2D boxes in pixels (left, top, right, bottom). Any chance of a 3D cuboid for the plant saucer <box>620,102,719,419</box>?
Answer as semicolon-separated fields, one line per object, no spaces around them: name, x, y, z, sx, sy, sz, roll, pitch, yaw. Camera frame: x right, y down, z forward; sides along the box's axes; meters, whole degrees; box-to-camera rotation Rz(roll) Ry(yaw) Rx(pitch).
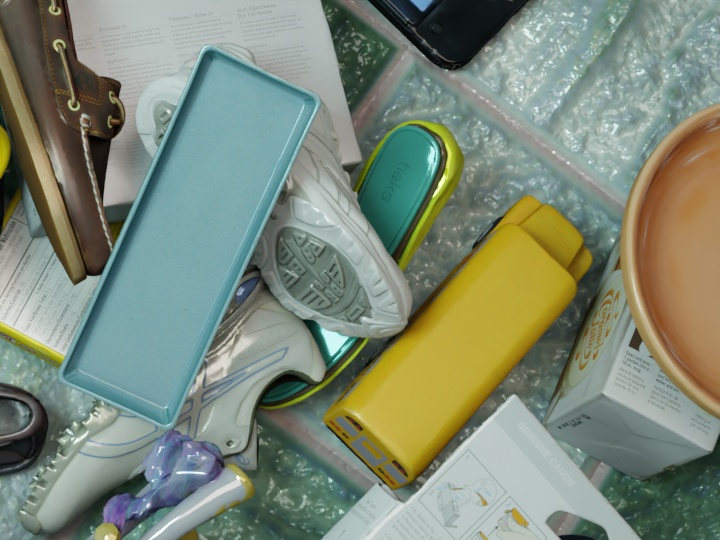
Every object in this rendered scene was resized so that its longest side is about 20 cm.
plant saucer;0.238;0.000;1.141;0.199;0.037;0.202;5;76;-19

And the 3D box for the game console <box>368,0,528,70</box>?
game console;0.055;-0.263;1.238;0.200;0.116;0.176;44;69;0

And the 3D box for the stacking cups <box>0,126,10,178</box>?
stacking cups;-0.273;-0.117;1.098;0.060;0.061;0.200;-33;59;-20

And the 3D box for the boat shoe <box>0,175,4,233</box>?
boat shoe;-0.293;-0.028;1.083;0.199;0.075;0.093;-6;37;-16

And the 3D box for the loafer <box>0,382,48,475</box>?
loafer;-0.272;0.079;1.085;0.198;0.063;0.072;3;75;-15

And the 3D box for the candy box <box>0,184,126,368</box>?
candy box;-0.152;-0.038;1.169;0.102;0.026;0.201;28;70;-4

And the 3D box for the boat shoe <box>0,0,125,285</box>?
boat shoe;-0.165;-0.094;1.075;0.070;0.070;0.201;-18;82;-15

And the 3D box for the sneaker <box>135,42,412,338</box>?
sneaker;-0.031;-0.052;1.105;0.200;0.078;0.100;50;43;-15

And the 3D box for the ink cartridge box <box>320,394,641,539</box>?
ink cartridge box;0.073;0.189;1.077;0.174;0.044;0.200;-44;110;-8

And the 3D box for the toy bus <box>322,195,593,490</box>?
toy bus;0.065;0.038;1.180;0.065;0.078;0.200;43;69;-1

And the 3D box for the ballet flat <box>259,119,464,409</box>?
ballet flat;0.000;0.000;1.172;0.067;0.067;0.201;36;98;17

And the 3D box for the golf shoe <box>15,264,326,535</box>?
golf shoe;-0.104;0.091;1.110;0.200;0.078;0.097;-44;93;-7

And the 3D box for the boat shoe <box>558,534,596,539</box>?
boat shoe;0.072;0.219;1.139;0.199;0.069;0.084;-32;86;-20

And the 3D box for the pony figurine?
pony figurine;-0.145;0.172;1.033;0.200;0.194;0.166;-37;60;-18

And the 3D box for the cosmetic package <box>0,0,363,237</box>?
cosmetic package;-0.113;-0.113;1.159;0.199;0.052;0.152;-11;82;-19

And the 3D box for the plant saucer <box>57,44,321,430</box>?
plant saucer;-0.092;-0.017;1.046;0.070;0.019;0.201;24;101;-5

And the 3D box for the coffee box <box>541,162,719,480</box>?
coffee box;0.196;0.016;1.204;0.079;0.114;0.201;27;71;-7
